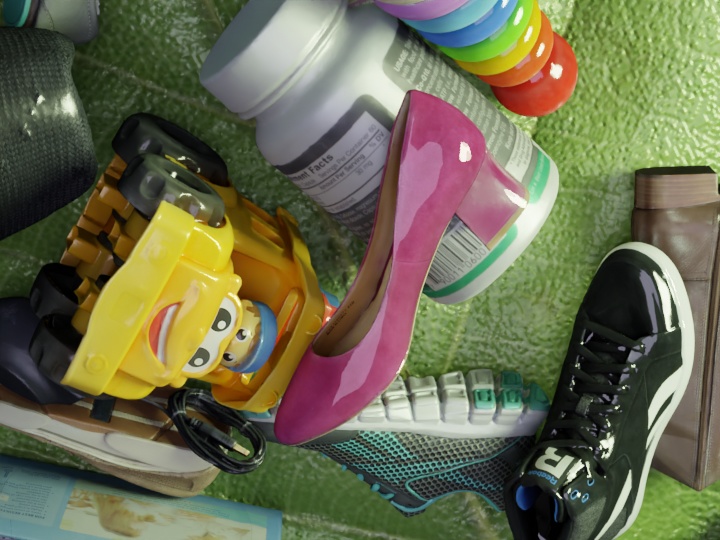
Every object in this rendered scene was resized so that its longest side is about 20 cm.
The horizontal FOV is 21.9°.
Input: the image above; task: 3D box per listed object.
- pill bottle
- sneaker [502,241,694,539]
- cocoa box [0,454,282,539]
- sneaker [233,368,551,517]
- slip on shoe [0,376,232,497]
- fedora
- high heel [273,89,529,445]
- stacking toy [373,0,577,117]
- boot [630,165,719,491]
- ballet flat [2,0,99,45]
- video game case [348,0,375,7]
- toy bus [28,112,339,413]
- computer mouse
[{"bbox_3d":[0.011,-0.082,1.086,0.200,0.113,0.113,41,100,-18],"label":"pill bottle"},{"bbox_3d":[0.140,0.089,1.117,0.073,0.112,0.201,19,113,29],"label":"sneaker"},{"bbox_3d":[-0.156,0.210,1.156,0.199,0.133,0.132,12,103,-4],"label":"cocoa box"},{"bbox_3d":[0.018,0.113,1.168,0.198,0.078,0.092,4,108,0],"label":"sneaker"},{"bbox_3d":[-0.179,0.087,1.164,0.199,0.076,0.061,17,134,-4],"label":"slip on shoe"},{"bbox_3d":[-0.202,-0.080,1.063,0.091,0.201,0.202,-11,105,-16],"label":"fedora"},{"bbox_3d":[0.000,0.000,1.012,0.200,0.067,0.096,-47,118,6],"label":"high heel"},{"bbox_3d":[0.068,-0.148,1.062,0.085,0.086,0.200,-39,146,8],"label":"stacking toy"},{"bbox_3d":[0.254,0.037,1.156,0.185,0.064,0.201,2,101,12],"label":"boot"},{"bbox_3d":[-0.168,-0.230,1.091,0.063,0.067,0.201,0,107,-29],"label":"ballet flat"},{"bbox_3d":[-0.017,-0.240,1.105,0.142,0.018,0.201,-22,103,5],"label":"video game case"},{"bbox_3d":[-0.083,0.020,1.083,0.191,0.200,0.136,30,101,-16],"label":"toy bus"},{"bbox_3d":[-0.146,0.067,1.127,0.199,0.059,0.034,23,133,2],"label":"computer mouse"}]
